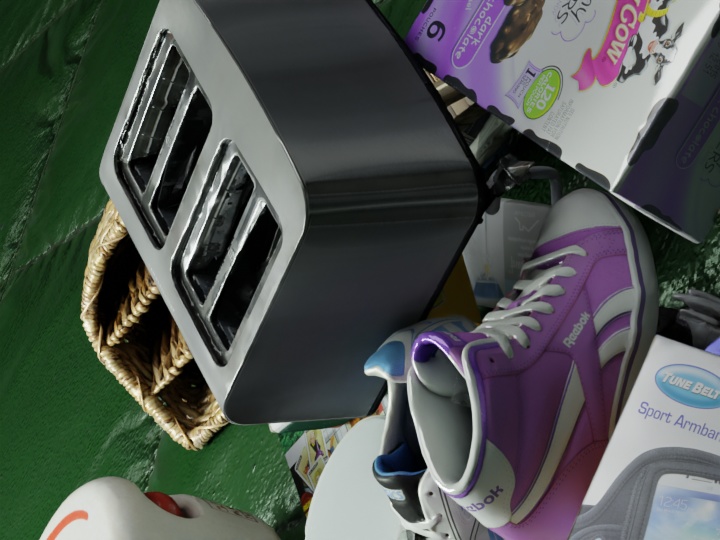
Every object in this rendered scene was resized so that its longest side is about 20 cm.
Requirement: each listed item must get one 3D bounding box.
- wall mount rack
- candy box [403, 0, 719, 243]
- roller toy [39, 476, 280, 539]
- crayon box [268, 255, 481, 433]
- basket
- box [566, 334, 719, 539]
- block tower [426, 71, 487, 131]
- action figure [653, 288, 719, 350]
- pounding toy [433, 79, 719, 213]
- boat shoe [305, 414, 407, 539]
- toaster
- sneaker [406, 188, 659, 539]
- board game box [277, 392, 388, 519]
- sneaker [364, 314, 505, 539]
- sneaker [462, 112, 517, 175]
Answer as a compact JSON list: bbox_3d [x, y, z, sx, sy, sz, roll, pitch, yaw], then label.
[{"bbox_3d":[0.065,0.022,1.189,0.200,0.074,0.175,10,104,58],"label":"wall mount rack"},{"bbox_3d":[0.132,-0.134,0.983,0.168,0.071,0.200,-59,38,7],"label":"candy box"},{"bbox_3d":[-0.126,0.227,1.244,0.200,0.139,0.183,-50,33,38],"label":"roller toy"},{"bbox_3d":[0.000,0.000,1.142,0.200,0.051,0.128,-39,60,52],"label":"crayon box"},{"bbox_3d":[-0.121,0.003,1.483,0.200,0.142,0.149,-45,27,28],"label":"basket"},{"bbox_3d":[0.157,0.119,0.886,0.119,0.041,0.201,18,78,30],"label":"box"},{"bbox_3d":[0.076,-0.134,1.227,0.200,0.054,0.058,-36,-8,21],"label":"block tower"},{"bbox_3d":[0.139,0.076,1.003,0.200,0.069,0.131,0,58,59],"label":"action figure"},{"bbox_3d":[0.159,-0.124,1.096,0.185,0.142,0.200,-61,25,-5],"label":"pounding toy"},{"bbox_3d":[0.011,0.181,1.079,0.070,0.064,0.201,-4,74,41],"label":"boat shoe"},{"bbox_3d":[-0.034,-0.043,1.030,0.181,0.118,0.201,58,139,31],"label":"toaster"},{"bbox_3d":[0.080,0.029,0.960,0.072,0.114,0.201,-27,43,42],"label":"sneaker"},{"bbox_3d":[0.008,0.077,1.202,0.200,0.023,0.105,-51,50,46],"label":"board game box"},{"bbox_3d":[0.041,0.122,1.021,0.072,0.072,0.201,19,122,60],"label":"sneaker"},{"bbox_3d":[0.066,-0.107,1.299,0.200,0.085,0.077,-46,-4,16],"label":"sneaker"}]
